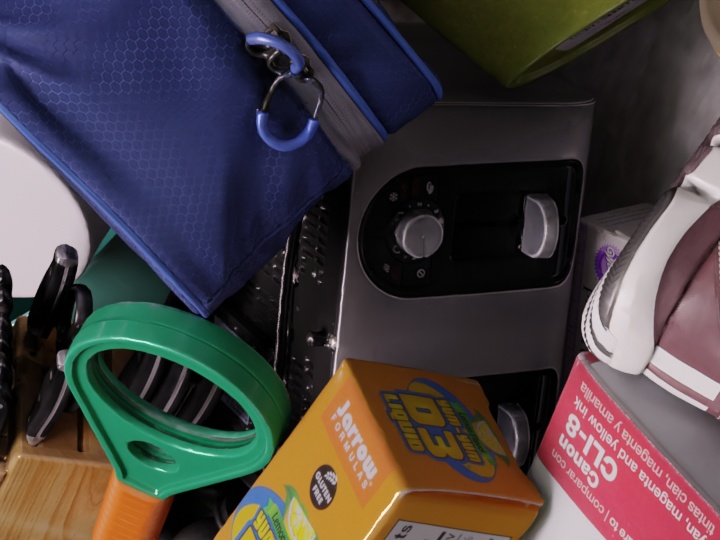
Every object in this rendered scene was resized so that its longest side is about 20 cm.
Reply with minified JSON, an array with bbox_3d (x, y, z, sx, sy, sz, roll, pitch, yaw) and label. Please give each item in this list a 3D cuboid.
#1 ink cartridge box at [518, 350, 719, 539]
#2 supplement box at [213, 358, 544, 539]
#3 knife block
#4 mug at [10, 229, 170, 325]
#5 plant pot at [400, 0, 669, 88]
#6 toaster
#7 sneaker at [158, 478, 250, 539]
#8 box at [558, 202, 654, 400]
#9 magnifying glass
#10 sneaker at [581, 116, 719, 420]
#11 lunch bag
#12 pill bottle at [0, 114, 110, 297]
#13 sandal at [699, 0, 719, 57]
[{"bbox_3d":[0.134,0.135,0.882,0.145,0.145,0.201,48,133,34],"label":"ink cartridge box"},{"bbox_3d":[-0.022,0.124,0.886,0.200,0.069,0.067,-54,43,25],"label":"supplement box"},{"bbox_3d":[-0.100,0.065,1.020,0.175,0.200,0.064,-15,58,20],"label":"knife block"},{"bbox_3d":[-0.099,0.010,1.143,0.184,0.152,0.114,-13,130,40],"label":"mug"},{"bbox_3d":[0.039,-0.173,0.904,0.187,0.187,0.201,-35,84,50],"label":"plant pot"},{"bbox_3d":[0.000,0.000,1.001,0.200,0.118,0.182,-145,57,-60],"label":"toaster"},{"bbox_3d":[-0.037,0.137,0.999,0.074,0.087,0.200,-63,26,15],"label":"sneaker"},{"bbox_3d":[0.101,0.075,0.993,0.039,0.041,0.201,27,120,45],"label":"box"},{"bbox_3d":[-0.074,0.065,0.923,0.079,0.022,0.200,25,150,0],"label":"magnifying glass"},{"bbox_3d":[0.170,-0.025,0.821,0.115,0.200,0.076,37,175,5],"label":"sneaker"},{"bbox_3d":[-0.063,-0.087,0.859,0.136,0.132,0.200,48,176,-30],"label":"lunch bag"},{"bbox_3d":[-0.123,-0.092,1.073,0.113,0.200,0.114,13,139,11],"label":"pill bottle"},{"bbox_3d":[0.126,-0.140,0.816,0.080,0.054,0.201,-37,38,37],"label":"sandal"}]
